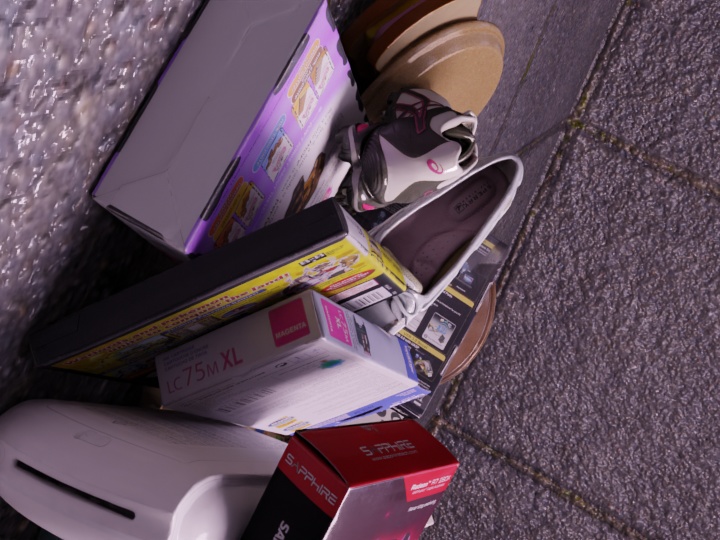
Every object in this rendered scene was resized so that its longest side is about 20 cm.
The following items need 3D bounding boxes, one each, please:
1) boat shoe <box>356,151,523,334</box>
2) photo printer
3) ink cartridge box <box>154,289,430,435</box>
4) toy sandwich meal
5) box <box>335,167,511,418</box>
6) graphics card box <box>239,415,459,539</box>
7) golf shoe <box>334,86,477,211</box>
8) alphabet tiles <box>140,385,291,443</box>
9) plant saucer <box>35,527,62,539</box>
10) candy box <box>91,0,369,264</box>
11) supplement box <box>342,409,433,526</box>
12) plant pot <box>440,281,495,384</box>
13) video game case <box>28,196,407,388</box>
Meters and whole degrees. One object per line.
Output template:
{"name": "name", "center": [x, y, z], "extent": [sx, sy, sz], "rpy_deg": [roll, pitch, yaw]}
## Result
{"name": "boat shoe", "center": [0.044, -0.016, 0.717], "extent": [0.201, 0.075, 0.065], "rpy_deg": [-41, 179, -10]}
{"name": "photo printer", "center": [-0.117, 0.131, 0.584], "extent": [0.199, 0.164, 0.071], "rpy_deg": [22, 83, -60]}
{"name": "ink cartridge box", "center": [-0.037, 0.073, 0.656], "extent": [0.118, 0.043, 0.200], "rpy_deg": [-23, 155, 17]}
{"name": "toy sandwich meal", "center": [0.043, -0.166, 0.841], "extent": [0.204, 0.071, 0.206], "rpy_deg": [-33, 161, -13]}
{"name": "box", "center": [0.000, 0.000, 0.767], "extent": [0.163, 0.198, 0.049], "rpy_deg": [-60, -178, -13]}
{"name": "graphics card box", "center": [-0.030, 0.185, 0.553], "extent": [0.125, 0.051, 0.202], "rpy_deg": [7, 114, -57]}
{"name": "golf shoe", "center": [0.052, -0.091, 0.703], "extent": [0.200, 0.087, 0.078], "rpy_deg": [-50, 133, -62]}
{"name": "alphabet tiles", "center": [-0.114, 0.145, 0.766], "extent": [0.200, 0.006, 0.169], "rpy_deg": [40, 49, -52]}
{"name": "plant saucer", "center": [-0.199, 0.191, 0.750], "extent": [0.202, 0.027, 0.201], "rpy_deg": [-58, 167, -22]}
{"name": "candy box", "center": [-0.072, -0.075, 0.630], "extent": [0.169, 0.071, 0.200], "rpy_deg": [-61, 166, -8]}
{"name": "supplement box", "center": [-0.026, 0.203, 0.879], "extent": [0.073, 0.128, 0.200], "rpy_deg": [-3, 157, -33]}
{"name": "plant pot", "center": [0.015, 0.018, 0.915], "extent": [0.203, 0.198, 0.198], "rpy_deg": [-64, 160, 4]}
{"name": "video game case", "center": [-0.078, 0.025, 0.609], "extent": [0.197, 0.026, 0.181], "rpy_deg": [-23, 165, 9]}
